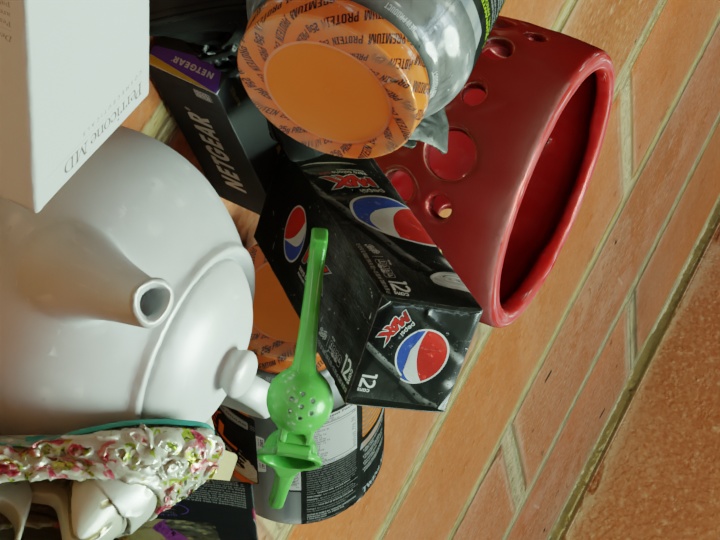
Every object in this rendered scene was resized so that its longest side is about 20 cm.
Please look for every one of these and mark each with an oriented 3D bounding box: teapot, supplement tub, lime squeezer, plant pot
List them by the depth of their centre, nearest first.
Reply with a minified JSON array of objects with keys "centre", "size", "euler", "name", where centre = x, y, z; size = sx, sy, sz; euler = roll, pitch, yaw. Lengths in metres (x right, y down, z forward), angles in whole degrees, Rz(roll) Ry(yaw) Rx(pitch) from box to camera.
[{"centre":[0.019,-0.161,1.091],"size":[0.123,0.122,0.201],"euler":[93,18,-52],"name":"supplement tub"},{"centre":[-0.119,0.028,1.134],"size":[0.200,0.145,0.198],"euler":[-45,155,-52],"name":"teapot"},{"centre":[-0.040,0.078,1.180],"size":[0.071,0.037,0.201],"euler":[-114,-154,-49],"name":"lime squeezer"},{"centre":[-0.044,0.074,1.451],"size":[0.123,0.122,0.201],"euler":[-55,161,-31],"name":"supplement tub"},{"centre":[0.055,-0.087,1.453],"size":[0.201,0.182,0.201],"euler":[-55,161,-30],"name":"plant pot"}]

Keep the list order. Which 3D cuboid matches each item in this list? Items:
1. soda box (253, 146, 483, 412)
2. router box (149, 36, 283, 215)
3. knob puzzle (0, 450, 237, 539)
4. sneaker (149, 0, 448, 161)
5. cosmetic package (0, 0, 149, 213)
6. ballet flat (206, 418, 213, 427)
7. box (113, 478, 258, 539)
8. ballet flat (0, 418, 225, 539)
[{"centre":[0.000,0.000,1.224],"size":[0.200,0.063,0.071],"euler":[-123,-133,-56],"name":"soda box"},{"centre":[-0.049,-0.138,1.284],"size":[0.158,0.052,0.200],"euler":[-61,163,-13],"name":"router box"},{"centre":[-0.170,0.168,1.254],"size":[0.219,0.030,0.221],"euler":[-25,123,-46],"name":"knob puzzle"},{"centre":[-0.035,-0.107,1.162],"size":[0.199,0.060,0.105],"euler":[-10,100,-42],"name":"sneaker"},{"centre":[-0.147,-0.136,0.945],"size":[0.102,0.071,0.201],"euler":[-53,160,-38],"name":"cosmetic package"},{"centre":[-0.122,0.088,1.331],"size":[0.071,0.070,0.201],"euler":[-53,157,-36],"name":"ballet flat"},{"centre":[-0.110,0.194,1.139],"size":[0.200,0.105,0.123],"euler":[-107,-156,-76],"name":"box"},{"centre":[-0.163,0.115,1.062],"size":[0.076,0.198,0.064],"euler":[107,-23,-54],"name":"ballet flat"}]
